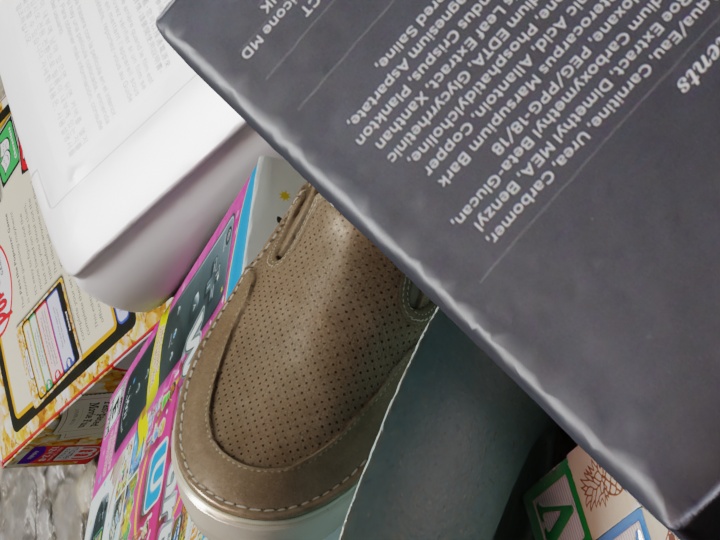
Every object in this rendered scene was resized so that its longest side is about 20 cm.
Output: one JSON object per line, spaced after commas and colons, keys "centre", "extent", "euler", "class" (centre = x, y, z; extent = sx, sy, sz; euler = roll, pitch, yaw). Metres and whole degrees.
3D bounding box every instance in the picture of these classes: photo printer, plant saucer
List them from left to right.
{"centre": [-0.048, -0.105, 1.035], "extent": [0.200, 0.069, 0.167], "euler": [-40, 56, 32], "class": "photo printer"}
{"centre": [0.027, 0.094, 0.899], "extent": [0.039, 0.201, 0.201], "euler": [17, 112, 12], "class": "plant saucer"}

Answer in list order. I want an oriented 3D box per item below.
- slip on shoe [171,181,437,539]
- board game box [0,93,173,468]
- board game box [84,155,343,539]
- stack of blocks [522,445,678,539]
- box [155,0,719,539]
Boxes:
{"centre": [0.000, 0.000, 0.897], "extent": [0.076, 0.200, 0.061], "euler": [22, 146, 21], "class": "slip on shoe"}
{"centre": [-0.110, -0.020, 1.198], "extent": [0.200, 0.046, 0.152], "euler": [-38, 59, 52], "class": "board game box"}
{"centre": [-0.047, 0.073, 1.012], "extent": [0.200, 0.064, 0.148], "euler": [128, 153, -55], "class": "board game box"}
{"centre": [0.111, 0.144, 0.826], "extent": [0.115, 0.058, 0.200], "euler": [-45, 54, 50], "class": "stack of blocks"}
{"centre": [0.086, -0.008, 0.677], "extent": [0.117, 0.197, 0.200], "euler": [-48, 53, 2], "class": "box"}
